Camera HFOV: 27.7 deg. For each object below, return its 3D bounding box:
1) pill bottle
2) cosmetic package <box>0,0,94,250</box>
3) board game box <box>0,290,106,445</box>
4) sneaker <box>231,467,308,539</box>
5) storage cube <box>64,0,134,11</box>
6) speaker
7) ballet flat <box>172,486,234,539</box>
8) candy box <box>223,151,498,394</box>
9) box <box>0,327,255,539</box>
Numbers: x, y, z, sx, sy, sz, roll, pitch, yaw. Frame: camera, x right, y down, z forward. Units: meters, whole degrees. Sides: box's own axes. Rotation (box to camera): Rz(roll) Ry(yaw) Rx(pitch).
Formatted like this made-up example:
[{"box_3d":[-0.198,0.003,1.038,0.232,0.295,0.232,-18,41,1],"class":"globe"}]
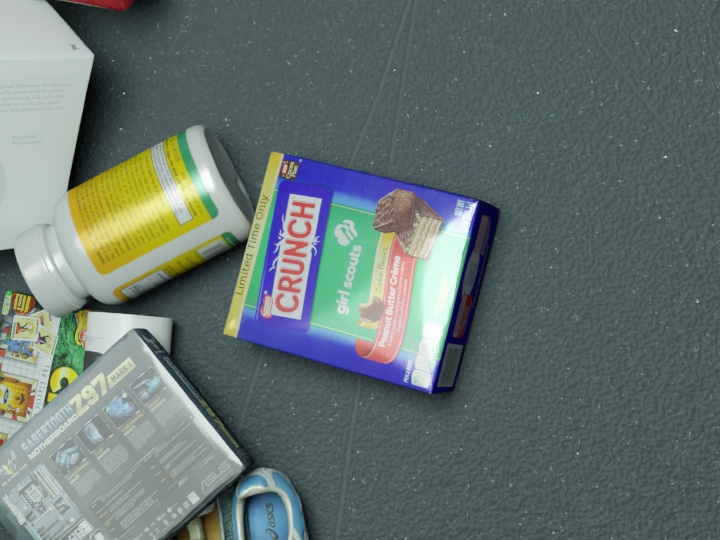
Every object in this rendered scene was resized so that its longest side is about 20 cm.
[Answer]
[{"box_3d":[-0.203,-0.038,1.311,0.199,0.113,0.113,-27,77,6],"class":"pill bottle"},{"box_3d":[-0.364,-0.129,1.293,0.123,0.198,0.201,47,130,37],"class":"cosmetic package"},{"box_3d":[-0.310,0.127,1.393,0.104,0.023,0.202,10,89,17],"class":"board game box"},{"box_3d":[-0.070,0.272,1.270,0.071,0.072,0.202,-17,86,15],"class":"sneaker"},{"box_3d":[-0.257,-0.361,1.303,0.170,0.201,0.181,10,133,18],"class":"storage cube"},{"box_3d":[-0.217,0.137,1.331,0.081,0.081,0.202,4,87,19],"class":"speaker"},{"box_3d":[-0.147,0.238,1.304,0.074,0.074,0.202,-14,81,17],"class":"ballet flat"},{"box_3d":[0.000,0.000,1.271,0.198,0.077,0.171,14,90,20],"class":"candy box"},{"box_3d":[-0.215,0.172,1.262,0.200,0.051,0.158,-42,83,3],"class":"box"}]
